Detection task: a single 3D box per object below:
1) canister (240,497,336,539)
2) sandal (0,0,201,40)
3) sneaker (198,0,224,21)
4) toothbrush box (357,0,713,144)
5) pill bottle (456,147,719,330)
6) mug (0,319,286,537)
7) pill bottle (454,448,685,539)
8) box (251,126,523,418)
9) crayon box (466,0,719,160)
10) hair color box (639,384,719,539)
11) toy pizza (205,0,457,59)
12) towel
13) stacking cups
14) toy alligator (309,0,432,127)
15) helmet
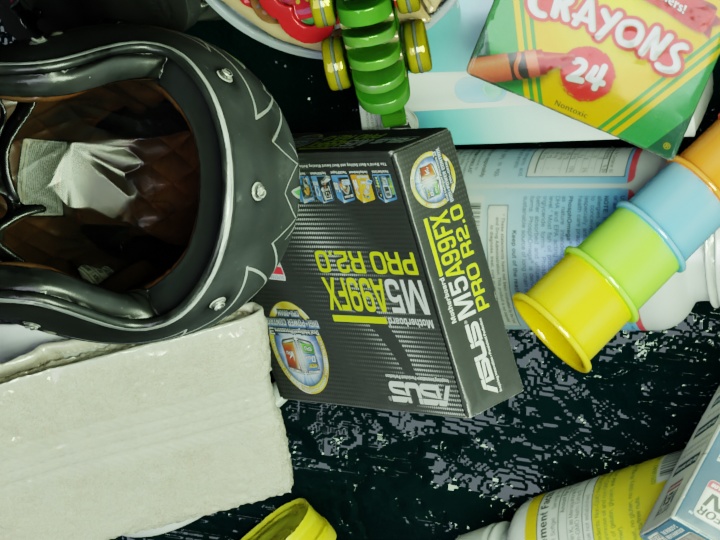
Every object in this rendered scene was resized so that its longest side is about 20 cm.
[{"bbox_3d":[-0.027,0.272,1.736,0.148,0.087,0.200,-41,101,-3],"label":"canister"},{"bbox_3d":[-0.170,-0.160,1.569,0.200,0.045,0.075,3,126,53],"label":"sandal"},{"bbox_3d":[-0.081,-0.211,1.559,0.200,0.077,0.111,-31,96,30],"label":"sneaker"},{"bbox_3d":[0.097,-0.154,1.530,0.199,0.085,0.147,-1,112,15],"label":"toothbrush box"},{"bbox_3d":[0.136,-0.018,1.565,0.199,0.109,0.109,1,113,16],"label":"pill bottle"},{"bbox_3d":[-0.126,0.062,1.671,0.199,0.148,0.176,-23,114,-8],"label":"mug"},{"bbox_3d":[0.162,0.183,1.643,0.200,0.114,0.115,-20,106,24],"label":"pill bottle"},{"bbox_3d":[0.000,0.000,1.548,0.200,0.044,0.161,3,112,56],"label":"box"},{"bbox_3d":[0.151,-0.175,1.431,0.127,0.051,0.200,23,115,5],"label":"crayon box"},{"bbox_3d":[0.239,0.076,1.523,0.060,0.100,0.200,30,77,2],"label":"hair color box"},{"bbox_3d":[-0.025,-0.212,1.478,0.200,0.032,0.201,7,113,16],"label":"toy pizza"},{"bbox_3d":[-0.144,0.100,1.583,0.199,0.035,0.133,-14,119,-7],"label":"towel"},{"bbox_3d":[0.172,-0.035,1.474,0.061,0.061,0.200,45,81,-6],"label":"stacking cups"},{"bbox_3d":[0.001,-0.152,1.445,0.059,0.054,0.200,-10,126,4],"label":"toy alligator"},{"bbox_3d":[-0.131,-0.049,1.496,0.190,0.200,0.201,1,116,-12],"label":"helmet"}]
